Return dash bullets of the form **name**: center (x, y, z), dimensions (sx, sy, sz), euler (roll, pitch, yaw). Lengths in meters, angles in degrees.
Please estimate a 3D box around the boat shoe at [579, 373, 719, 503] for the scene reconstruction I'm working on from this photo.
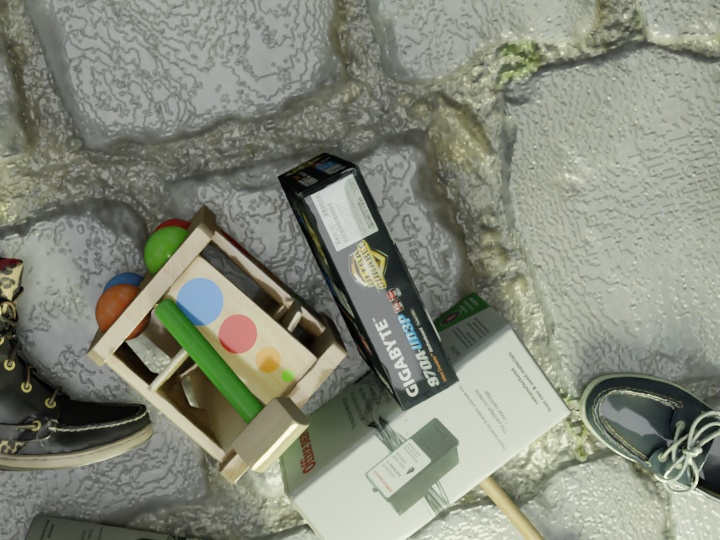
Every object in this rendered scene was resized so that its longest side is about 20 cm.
- **boat shoe**: center (0.268, 0.144, 1.084), dimensions (0.199, 0.062, 0.075), euler (30, 96, -8)

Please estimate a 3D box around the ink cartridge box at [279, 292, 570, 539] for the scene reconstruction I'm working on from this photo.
- **ink cartridge box**: center (0.041, 0.117, 1.016), dimensions (0.199, 0.147, 0.083), euler (-37, 101, 1)

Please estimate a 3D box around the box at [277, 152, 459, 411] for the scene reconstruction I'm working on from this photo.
- **box**: center (0.000, 0.000, 0.969), dimensions (0.046, 0.200, 0.160), euler (-26, 100, -4)

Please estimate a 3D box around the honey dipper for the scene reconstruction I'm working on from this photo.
- **honey dipper**: center (0.135, 0.212, 1.094), dimensions (0.038, 0.038, 0.200), euler (-41, 98, 1)

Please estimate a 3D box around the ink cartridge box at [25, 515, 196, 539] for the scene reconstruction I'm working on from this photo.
- **ink cartridge box**: center (-0.167, 0.281, 1.040), dimensions (0.197, 0.083, 0.149), euler (11, 97, -7)

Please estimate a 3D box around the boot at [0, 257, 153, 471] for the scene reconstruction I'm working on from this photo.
- **boot**: center (-0.258, 0.068, 1.019), dimensions (0.197, 0.073, 0.153), euler (-2, 98, 0)

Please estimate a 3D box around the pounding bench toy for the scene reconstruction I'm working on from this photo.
- **pounding bench toy**: center (-0.107, 0.049, 0.964), dimensions (0.156, 0.200, 0.124), euler (42, 92, -10)
